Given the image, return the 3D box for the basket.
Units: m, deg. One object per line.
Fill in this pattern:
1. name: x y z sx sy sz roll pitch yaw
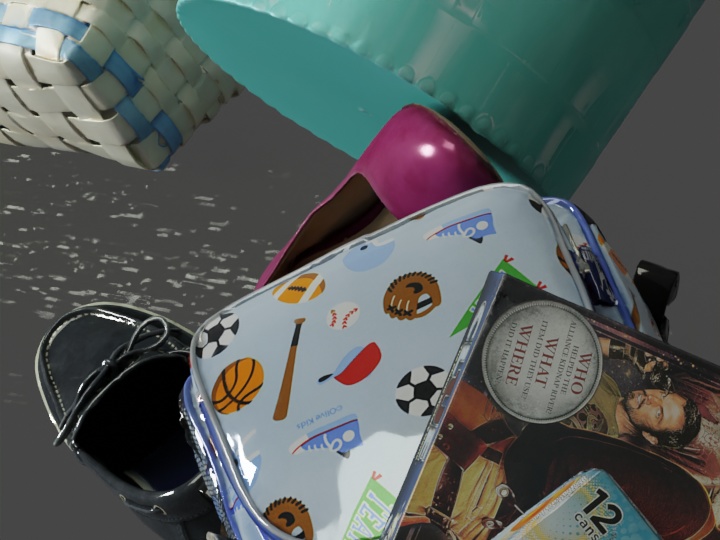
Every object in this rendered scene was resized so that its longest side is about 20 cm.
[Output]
1. basket: -0.113 -0.153 1.219 0.176 0.139 0.201 12 67 42

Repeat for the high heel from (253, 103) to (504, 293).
1. high heel: 0.000 0.000 0.982 0.096 0.067 0.200 -41 -6 -15

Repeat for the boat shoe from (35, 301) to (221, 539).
1. boat shoe: -0.088 0.058 1.056 0.075 0.062 0.200 -43 37 -3

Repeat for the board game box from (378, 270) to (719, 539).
1. board game box: 0.064 0.118 0.772 0.035 0.135 0.201 -162 94 -85

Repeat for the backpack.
1. backpack: 0.038 0.079 0.871 0.199 0.154 0.191 -29 54 6

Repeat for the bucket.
1. bucket: 0.032 -0.118 1.026 0.207 0.207 0.135 20 77 47

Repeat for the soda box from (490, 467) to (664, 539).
1. soda box: 0.103 0.151 0.713 0.068 0.200 0.064 -38 -4 -1
